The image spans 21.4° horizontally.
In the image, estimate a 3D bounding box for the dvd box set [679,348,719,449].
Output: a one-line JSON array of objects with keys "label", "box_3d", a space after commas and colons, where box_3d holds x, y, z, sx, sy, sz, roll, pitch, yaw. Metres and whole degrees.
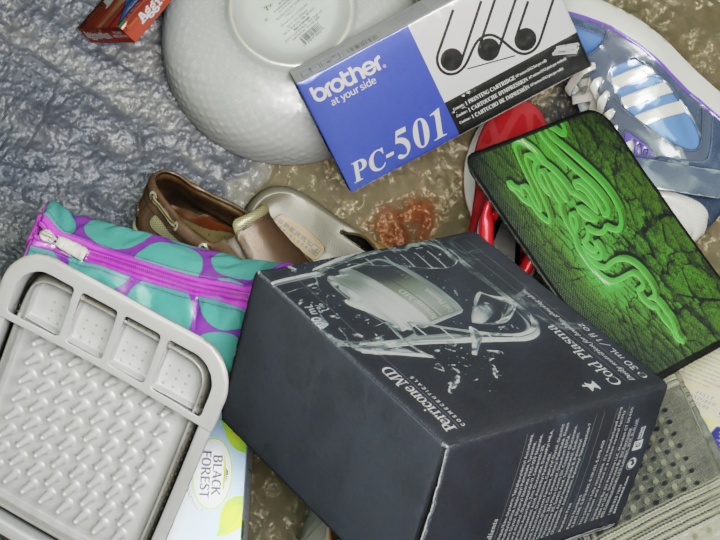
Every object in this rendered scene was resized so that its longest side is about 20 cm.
[{"label": "dvd box set", "box_3d": [0.254, 0.104, 1.353, 0.146, 0.029, 0.200, 21, 55, 40]}]

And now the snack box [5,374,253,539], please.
[{"label": "snack box", "box_3d": [-0.161, 0.144, 1.363, 0.167, 0.068, 0.201, 4, 77, 0]}]

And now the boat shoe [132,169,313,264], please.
[{"label": "boat shoe", "box_3d": [-0.080, -0.009, 1.367, 0.202, 0.075, 0.075, 26, 38, 19]}]

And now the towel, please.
[{"label": "towel", "box_3d": [0.156, 0.160, 1.298, 0.199, 0.035, 0.193, -30, 48, 14]}]

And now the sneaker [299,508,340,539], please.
[{"label": "sneaker", "box_3d": [-0.013, 0.194, 1.351, 0.075, 0.092, 0.201, 22, 108, -11]}]

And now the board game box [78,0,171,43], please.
[{"label": "board game box", "box_3d": [-0.130, -0.251, 1.443, 0.019, 0.103, 0.200, 43, 77, -22]}]

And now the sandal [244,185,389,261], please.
[{"label": "sandal", "box_3d": [0.000, 0.000, 1.412, 0.200, 0.055, 0.082, 36, 78, 4]}]

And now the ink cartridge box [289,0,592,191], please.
[{"label": "ink cartridge box", "box_3d": [0.058, -0.147, 1.385, 0.199, 0.044, 0.094, -28, 112, 0]}]

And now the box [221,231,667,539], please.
[{"label": "box", "box_3d": [0.051, 0.085, 1.230, 0.196, 0.125, 0.200, -12, 39, -39]}]

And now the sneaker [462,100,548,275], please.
[{"label": "sneaker", "box_3d": [0.118, -0.056, 1.387, 0.078, 0.116, 0.201, 11, 64, -8]}]

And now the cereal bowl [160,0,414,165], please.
[{"label": "cereal bowl", "box_3d": [-0.053, -0.185, 1.439, 0.199, 0.083, 0.201, 1, 76, -3]}]

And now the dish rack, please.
[{"label": "dish rack", "box_3d": [-0.182, 0.100, 1.280, 0.171, 0.044, 0.201, 27, 110, 10]}]

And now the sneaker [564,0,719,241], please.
[{"label": "sneaker", "box_3d": [0.188, -0.099, 1.432, 0.200, 0.081, 0.147, 38, 74, 0]}]

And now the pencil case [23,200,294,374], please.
[{"label": "pencil case", "box_3d": [-0.139, 0.015, 1.314, 0.199, 0.093, 0.086, 14, 69, 17]}]

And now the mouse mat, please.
[{"label": "mouse mat", "box_3d": [0.175, -0.018, 1.332, 0.161, 0.008, 0.200, -23, 72, -43]}]
